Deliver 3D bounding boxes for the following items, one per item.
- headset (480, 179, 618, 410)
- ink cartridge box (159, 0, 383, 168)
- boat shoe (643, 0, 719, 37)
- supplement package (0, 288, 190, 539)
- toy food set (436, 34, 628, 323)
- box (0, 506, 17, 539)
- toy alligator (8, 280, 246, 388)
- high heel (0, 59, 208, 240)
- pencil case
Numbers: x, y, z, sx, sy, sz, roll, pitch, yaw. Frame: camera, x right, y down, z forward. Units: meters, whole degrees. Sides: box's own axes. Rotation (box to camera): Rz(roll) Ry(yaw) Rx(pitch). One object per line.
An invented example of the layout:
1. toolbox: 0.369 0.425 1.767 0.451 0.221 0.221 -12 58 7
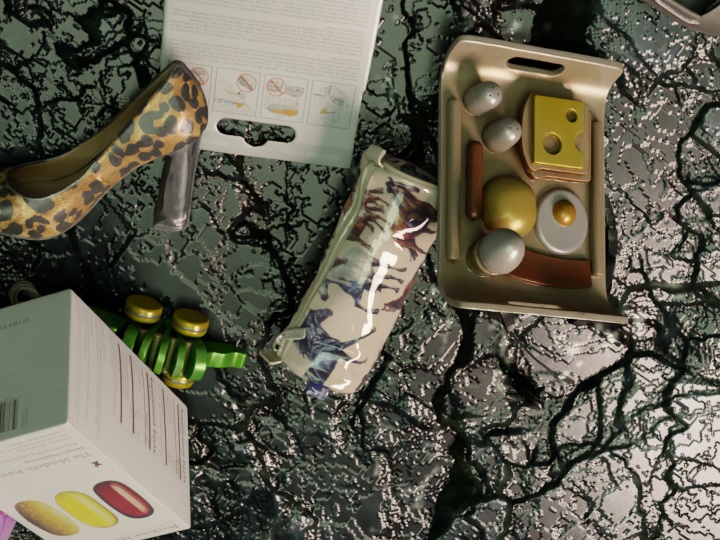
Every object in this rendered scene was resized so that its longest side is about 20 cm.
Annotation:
1. headset: 0.140 0.010 1.046 0.122 0.094 0.203 -1 95 -4
2. ink cartridge box: -0.069 -0.183 0.977 0.161 0.057 0.201 7 130 -6
3. boat shoe: 0.239 -0.218 0.963 0.198 0.057 0.067 21 107 -10
4. supplement package: -0.217 0.121 0.977 0.113 0.111 0.200 -15 145 13
5. toy food set: 0.133 -0.065 0.960 0.142 0.060 0.203 5 80 -21
6. box: -0.336 0.106 0.983 0.096 0.176 0.202 -21 111 9
7. toy alligator: -0.188 0.054 1.039 0.198 0.054 0.060 16 108 -9
8. high heel: -0.214 -0.096 0.959 0.198 0.072 0.144 -1 128 -18
9. pencil case: 0.000 0.000 1.015 0.089 0.078 0.202 8 115 -43
